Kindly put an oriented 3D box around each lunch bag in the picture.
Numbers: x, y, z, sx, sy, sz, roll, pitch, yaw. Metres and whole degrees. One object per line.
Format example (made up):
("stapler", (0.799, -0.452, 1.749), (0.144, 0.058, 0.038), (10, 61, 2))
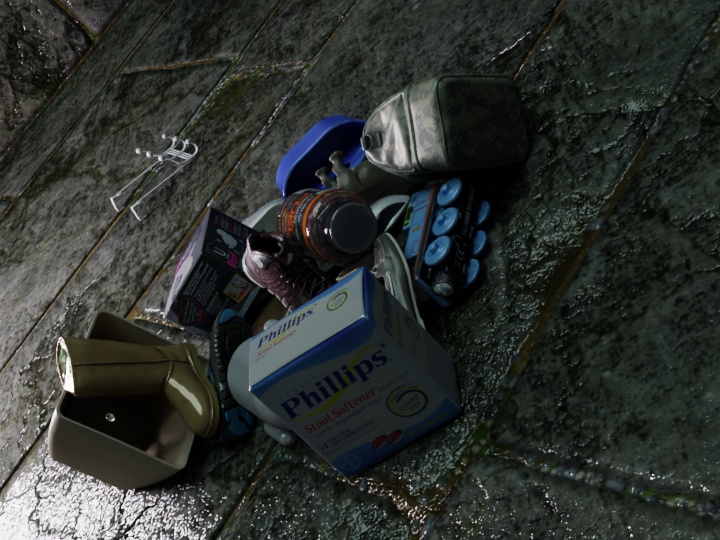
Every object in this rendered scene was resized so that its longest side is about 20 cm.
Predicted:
("lunch bag", (0.120, -0.201, 1.691), (0.199, 0.140, 0.167), (-11, 4, -44))

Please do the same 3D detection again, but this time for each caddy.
("caddy", (-0.041, -0.154, 1.882), (0.200, 0.141, 0.105), (-46, 28, 0))

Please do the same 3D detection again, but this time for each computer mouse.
("computer mouse", (-0.004, -0.051, 1.792), (0.200, 0.044, 0.110), (-49, 13, -10))

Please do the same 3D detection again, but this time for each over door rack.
("over door rack", (-0.446, -0.208, 2.501), (0.200, 0.067, 0.148), (-51, 31, -11))

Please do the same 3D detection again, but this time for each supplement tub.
("supplement tub", (-0.044, -0.065, 1.687), (0.107, 0.107, 0.200), (-52, 19, -12))

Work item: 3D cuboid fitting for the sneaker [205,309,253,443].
("sneaker", (-0.205, 0.155, 1.736), (0.082, 0.073, 0.201), (-28, 54, 44))

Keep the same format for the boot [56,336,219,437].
("boot", (-0.314, 0.167, 1.665), (0.175, 0.199, 0.066), (57, 131, 42))

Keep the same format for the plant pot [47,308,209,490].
("plant pot", (-0.362, 0.215, 1.772), (0.177, 0.199, 0.200), (-47, 22, 43))

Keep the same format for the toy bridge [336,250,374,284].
("toy bridge", (0.000, 0.000, 1.670), (0.067, 0.027, 0.200), (-31, 5, 22))

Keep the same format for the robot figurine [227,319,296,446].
("robot figurine", (-0.112, 0.151, 1.615), (0.112, 0.171, 0.200), (-8, 11, -23))

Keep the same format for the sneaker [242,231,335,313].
("sneaker", (-0.089, 0.012, 1.677), (0.199, 0.116, 0.076), (30, 68, 12))

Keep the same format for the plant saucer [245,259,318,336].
("plant saucer", (-0.134, 0.059, 1.805), (0.200, 0.029, 0.201), (-43, 30, 33))

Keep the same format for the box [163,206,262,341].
("box", (-0.228, 0.008, 1.870), (0.132, 0.114, 0.200), (-57, 14, 19))

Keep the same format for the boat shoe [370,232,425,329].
("boat shoe", (0.039, 0.038, 1.558), (0.057, 0.067, 0.201), (-9, 61, -15))

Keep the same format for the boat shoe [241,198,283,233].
("boat shoe", (-0.184, -0.051, 2.015), (0.200, 0.070, 0.072), (-38, 12, 14))

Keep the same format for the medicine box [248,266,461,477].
("medicine box", (-0.007, 0.128, 1.446), (0.182, 0.200, 0.103), (-33, 33, 19))

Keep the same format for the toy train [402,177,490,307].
("toy train", (0.111, -0.039, 1.624), (0.114, 0.087, 0.201), (-28, 37, 42))

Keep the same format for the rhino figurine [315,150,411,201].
("rhino figurine", (0.038, -0.158, 1.809), (0.199, 0.060, 0.088), (-24, 66, -19))
